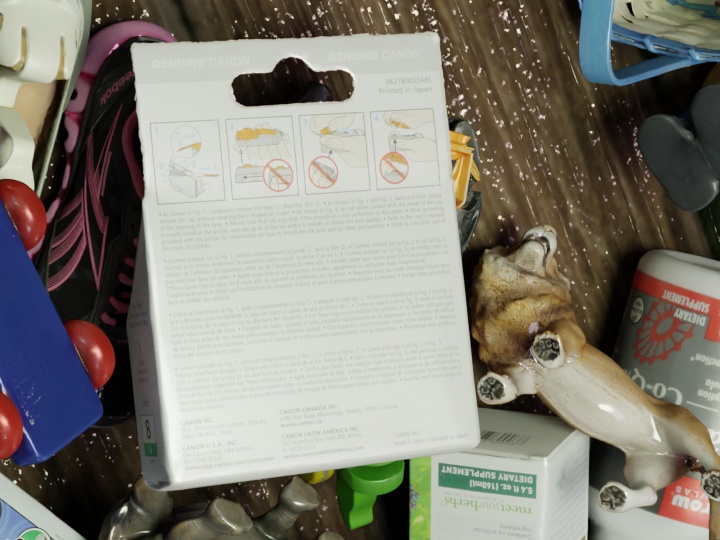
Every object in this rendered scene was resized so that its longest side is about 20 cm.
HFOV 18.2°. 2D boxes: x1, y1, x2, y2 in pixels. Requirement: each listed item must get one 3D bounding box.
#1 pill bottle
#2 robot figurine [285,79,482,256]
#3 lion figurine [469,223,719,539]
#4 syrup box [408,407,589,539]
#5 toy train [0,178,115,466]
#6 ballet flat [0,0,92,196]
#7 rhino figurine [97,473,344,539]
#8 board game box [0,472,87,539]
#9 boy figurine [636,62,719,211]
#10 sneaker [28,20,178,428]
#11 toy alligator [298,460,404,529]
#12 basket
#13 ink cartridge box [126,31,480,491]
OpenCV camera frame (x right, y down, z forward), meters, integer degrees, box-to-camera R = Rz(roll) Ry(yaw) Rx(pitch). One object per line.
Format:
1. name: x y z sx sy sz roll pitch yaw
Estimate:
1. pill bottle: 0.188 0.097 1.275 0.115 0.116 0.201 11 97 -33
2. robot figurine: 0.000 0.000 1.170 0.145 0.058 0.201 11 97 -33
3. lion figurine: 0.129 0.067 1.194 0.072 0.122 0.200 -43 88 17
4. syrup box: 0.076 0.182 1.234 0.081 0.078 0.201 -28 122 -64
5. toy train: -0.203 -0.004 0.995 0.085 0.115 0.201 -39 107 -51
6. ballet flat: -0.160 -0.079 1.050 0.067 0.064 0.201 13 95 -30
7. rhino figurine: -0.049 0.149 1.122 0.087 0.060 0.200 -43 136 22
8. board game box: -0.185 0.217 1.083 0.200 0.056 0.196 44 63 -33
9. boy figurine: 0.227 -0.096 1.259 0.200 0.124 0.065 -30 91 -52
10. sneaker: -0.108 -0.016 1.081 0.079 0.095 0.201 2 102 -34
11. toy alligator: -0.005 0.042 1.111 0.059 0.054 0.201 -17 112 -26
12. basket: 0.171 -0.186 1.168 0.200 0.139 0.177 -11 110 -61
13. ink cartridge box: -0.031 -0.006 1.052 0.160 0.050 0.201 -5 85 -25
